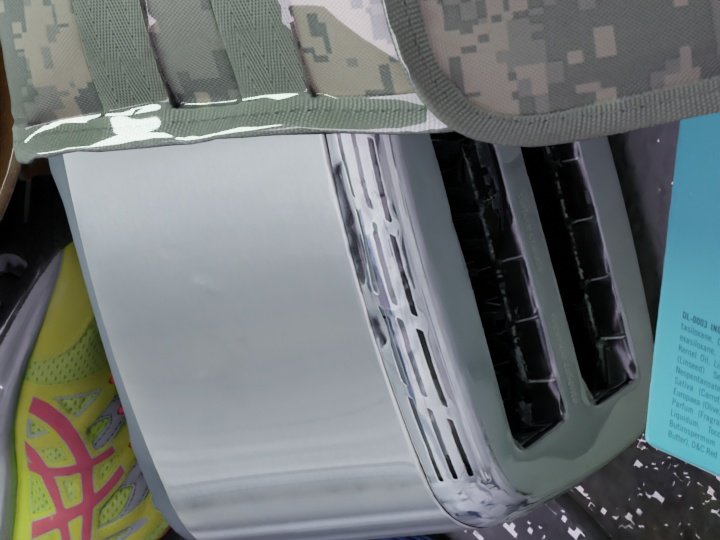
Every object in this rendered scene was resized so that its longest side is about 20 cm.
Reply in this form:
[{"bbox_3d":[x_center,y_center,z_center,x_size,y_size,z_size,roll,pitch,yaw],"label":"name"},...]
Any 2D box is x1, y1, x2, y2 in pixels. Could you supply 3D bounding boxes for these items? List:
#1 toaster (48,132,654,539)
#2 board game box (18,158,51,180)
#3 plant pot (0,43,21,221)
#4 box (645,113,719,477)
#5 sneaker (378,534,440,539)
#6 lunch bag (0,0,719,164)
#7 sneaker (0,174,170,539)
[{"bbox_3d":[0.000,0.000,0.797,0.129,0.113,0.201,-6,102,43],"label":"toaster"},{"bbox_3d":[-0.121,-0.094,0.936,0.095,0.030,0.201,-10,99,47],"label":"board game box"},{"bbox_3d":[-0.192,-0.044,0.883,0.188,0.186,0.200,62,173,3],"label":"plant pot"},{"bbox_3d":[0.120,-0.050,0.679,0.049,0.082,0.201,24,124,34],"label":"box"},{"bbox_3d":[0.021,0.132,0.861,0.199,0.078,0.076,10,115,41],"label":"sneaker"},{"bbox_3d":[0.013,-0.113,0.614,0.199,0.117,0.165,-2,102,33],"label":"lunch bag"},{"bbox_3d":[-0.089,0.046,0.933,0.090,0.078,0.201,7,136,-7],"label":"sneaker"}]
